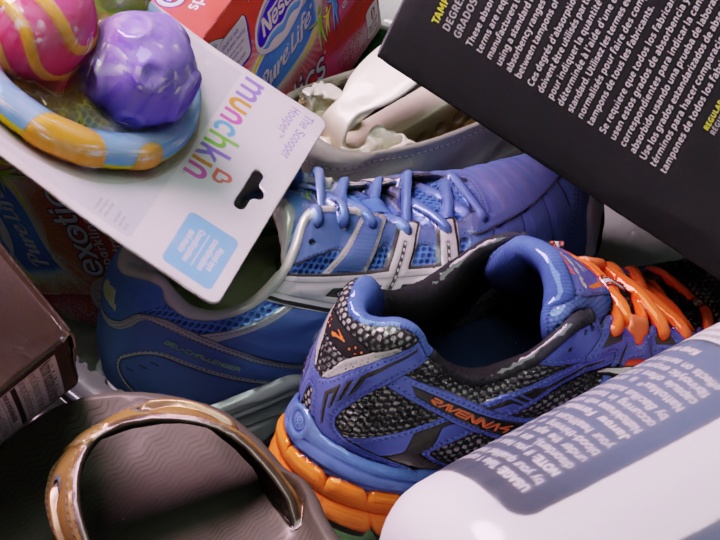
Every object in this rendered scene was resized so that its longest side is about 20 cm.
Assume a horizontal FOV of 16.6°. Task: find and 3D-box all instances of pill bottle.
[{"bbox_3d":[0.073,0.098,0.710,0.199,0.120,0.120,-25,46,-18],"label":"pill bottle"}]

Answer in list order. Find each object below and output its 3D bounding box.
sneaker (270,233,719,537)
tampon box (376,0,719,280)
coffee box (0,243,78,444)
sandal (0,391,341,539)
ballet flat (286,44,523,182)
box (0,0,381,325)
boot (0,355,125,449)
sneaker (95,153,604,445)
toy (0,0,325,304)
[{"bbox_3d":[0.068,0.025,0.792,0.199,0.079,0.075,-15,42,-30],"label":"sneaker"},{"bbox_3d":[0.137,-0.084,0.817,0.199,0.127,0.150,35,28,15],"label":"tampon box"},{"bbox_3d":[-0.191,0.045,0.707,0.200,0.080,0.113,-40,84,-11],"label":"coffee box"},{"bbox_3d":[-0.055,0.071,0.679,0.082,0.055,0.200,-36,29,-10],"label":"sandal"},{"bbox_3d":[0.053,-0.077,0.937,0.199,0.064,0.067,-29,47,-22],"label":"ballet flat"},{"bbox_3d":[-0.076,-0.082,0.933,0.095,0.100,0.200,14,48,21],"label":"box"},{"bbox_3d":[-0.146,0.111,0.772,0.164,0.066,0.200,26,57,32],"label":"boot"},{"bbox_3d":[0.000,0.000,0.854,0.199,0.077,0.076,-24,44,-20],"label":"sneaker"},{"bbox_3d":[-0.102,-0.088,0.795,0.199,0.047,0.115,33,39,-3],"label":"toy"}]
